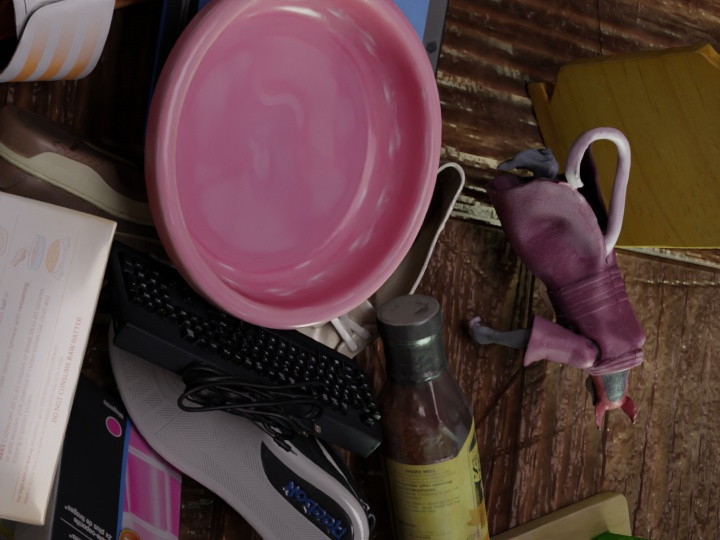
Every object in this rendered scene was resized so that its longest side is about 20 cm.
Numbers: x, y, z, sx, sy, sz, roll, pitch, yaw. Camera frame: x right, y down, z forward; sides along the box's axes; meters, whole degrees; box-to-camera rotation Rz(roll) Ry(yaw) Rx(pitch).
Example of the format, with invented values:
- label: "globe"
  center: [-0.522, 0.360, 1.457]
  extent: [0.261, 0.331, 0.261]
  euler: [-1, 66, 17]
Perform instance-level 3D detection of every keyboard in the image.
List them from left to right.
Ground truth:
- label: "keyboard"
  center: [-0.052, 0.048, 0.948]
  extent: [0.200, 0.040, 0.104]
  euler: [27, 34, -38]

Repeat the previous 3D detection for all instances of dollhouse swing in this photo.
- label: "dollhouse swing"
  center: [0.266, -0.097, 1.202]
  extent: [0.176, 0.200, 0.182]
  euler: [-32, 110, -33]

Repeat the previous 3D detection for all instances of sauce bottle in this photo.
- label: "sauce bottle"
  center: [0.044, 0.112, 1.085]
  extent: [0.066, 0.066, 0.200]
  euler: [-30, 125, -35]

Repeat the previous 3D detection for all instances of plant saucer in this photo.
- label: "plant saucer"
  center: [-0.042, -0.069, 0.951]
  extent: [0.200, 0.051, 0.201]
  euler: [-9, 105, -39]

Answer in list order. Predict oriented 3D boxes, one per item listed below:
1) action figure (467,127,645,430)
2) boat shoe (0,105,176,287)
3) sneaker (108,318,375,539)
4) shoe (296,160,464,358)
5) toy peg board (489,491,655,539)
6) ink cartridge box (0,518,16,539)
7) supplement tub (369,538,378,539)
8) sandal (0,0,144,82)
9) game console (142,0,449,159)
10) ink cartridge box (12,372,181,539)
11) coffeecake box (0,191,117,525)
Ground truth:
- label: "action figure"
  center: [0.160, 0.009, 1.162]
  extent: [0.134, 0.149, 0.200]
  euler: [-20, 90, -43]
- label: "boat shoe"
  center: [-0.139, -0.025, 0.970]
  extent: [0.202, 0.075, 0.075]
  euler: [25, 101, -39]
- label: "sneaker"
  center: [-0.072, 0.097, 1.017]
  extent: [0.073, 0.112, 0.200]
  euler: [-40, 88, 2]
- label: "shoe"
  center: [0.000, 0.000, 1.082]
  extent: [0.070, 0.053, 0.200]
  euler: [51, 61, -29]
- label: "toy peg board"
  center: [0.153, 0.280, 1.184]
  extent: [0.200, 0.098, 0.200]
  euler: [-14, 99, -38]
- label: "ink cartridge box"
  center: [-0.198, 0.233, 0.930]
  extent: [0.146, 0.048, 0.200]
  euler: [45, 61, -31]
- label: "supplement tub"
  center: [0.030, 0.227, 1.016]
  extent: [0.122, 0.200, 0.123]
  euler: [0, 91, -40]
- label: "sandal"
  center: [-0.150, -0.142, 0.934]
  extent: [0.206, 0.079, 0.059]
  euler: [-24, 75, -38]
- label: "game console"
  center: [-0.029, -0.145, 0.991]
  extent: [0.171, 0.118, 0.200]
  euler: [-5, 104, -72]
- label: "ink cartridge box"
  center: [-0.141, 0.150, 0.910]
  extent: [0.095, 0.037, 0.200]
  euler: [45, 27, -31]
- label: "coffeecake box"
  center: [-0.237, 0.027, 0.832]
  extent: [0.200, 0.073, 0.154]
  euler: [15, 81, -14]
